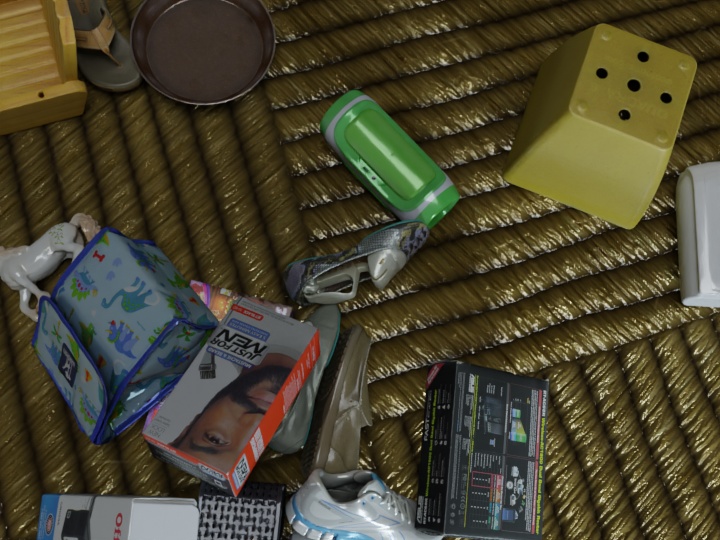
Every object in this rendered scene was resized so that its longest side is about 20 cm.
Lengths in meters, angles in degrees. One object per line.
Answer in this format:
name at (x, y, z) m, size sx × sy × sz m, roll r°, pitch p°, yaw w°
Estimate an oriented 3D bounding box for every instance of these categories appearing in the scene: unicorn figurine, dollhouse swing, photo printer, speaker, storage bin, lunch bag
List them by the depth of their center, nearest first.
storage bin at (-0.139, 0.340, 0.924) m, size 0.093 × 0.135 × 0.202 m, roll 6°, pitch 75°, yaw -2°
lunch bag at (-0.294, 0.079, 0.978) m, size 0.200 × 0.127 × 0.170 m, roll -48°, pitch 65°, yaw 11°
unicorn figurine at (-0.413, -0.006, 1.038) m, size 0.199 × 0.074 × 0.138 m, roll -30°, pitch 67°, yaw -25°
dollhouse swing at (-0.450, -0.312, 1.054) m, size 0.180 × 0.176 × 0.201 m, roll -16°, pitch 79°, yaw -6°
speaker at (0.038, -0.144, 1.091) m, size 0.088 × 0.088 × 0.200 m, roll -41°, pitch 81°, yaw -13°
photo printer at (0.510, -0.049, 1.104) m, size 0.165 × 0.069 × 0.202 m, roll 3°, pitch 74°, yaw -3°

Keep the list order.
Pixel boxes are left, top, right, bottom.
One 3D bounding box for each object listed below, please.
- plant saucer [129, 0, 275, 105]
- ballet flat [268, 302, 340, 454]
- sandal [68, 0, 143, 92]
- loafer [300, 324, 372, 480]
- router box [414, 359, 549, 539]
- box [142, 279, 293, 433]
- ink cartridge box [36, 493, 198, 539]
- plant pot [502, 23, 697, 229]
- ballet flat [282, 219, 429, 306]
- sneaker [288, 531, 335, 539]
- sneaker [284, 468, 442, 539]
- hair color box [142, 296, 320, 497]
plant saucer at (-0.217, -0.316, 1.143) m, size 0.199 × 0.035 × 0.202 m, roll 1°, pitch 75°, yaw -4°
ballet flat at (-0.076, 0.122, 1.009) m, size 0.063 × 0.067 × 0.201 m, roll 29°, pitch 65°, yaw -31°
sandal at (-0.367, -0.332, 1.129) m, size 0.080 × 0.054 × 0.201 m, roll -24°, pitch 78°, yaw -10°
loafer at (-0.020, 0.166, 1.013) m, size 0.067 × 0.076 × 0.201 m, roll 23°, pitch 69°, yaw -19°
router box at (0.148, 0.218, 0.983) m, size 0.149 × 0.062 × 0.202 m, roll 15°, pitch 73°, yaw -28°
box at (-0.175, 0.126, 1.028) m, size 0.136 × 0.039 × 0.201 m, roll 14°, pitch 75°, yaw 1°
ink cartridge box at (-0.272, 0.318, 0.889) m, size 0.083 × 0.199 × 0.146 m, roll 18°, pitch 68°, yaw -43°
plant pot at (0.327, -0.203, 1.078) m, size 0.199 × 0.176 × 0.201 m, roll 22°, pitch 74°, yaw 2°
ballet flat at (0.000, 0.000, 1.044) m, size 0.199 × 0.072 × 0.073 m, roll -20°, pitch 77°, yaw 6°
sneaker at (-0.017, 0.392, 0.950) m, size 0.099 × 0.075 × 0.201 m, roll -16°, pitch 77°, yaw -7°
sneaker at (0.019, 0.275, 0.952) m, size 0.199 × 0.087 × 0.075 m, roll 14°, pitch 30°, yaw -20°
hair color box at (-0.138, 0.136, 0.922) m, size 0.110 × 0.064 × 0.201 m, roll 20°, pitch 56°, yaw 16°
